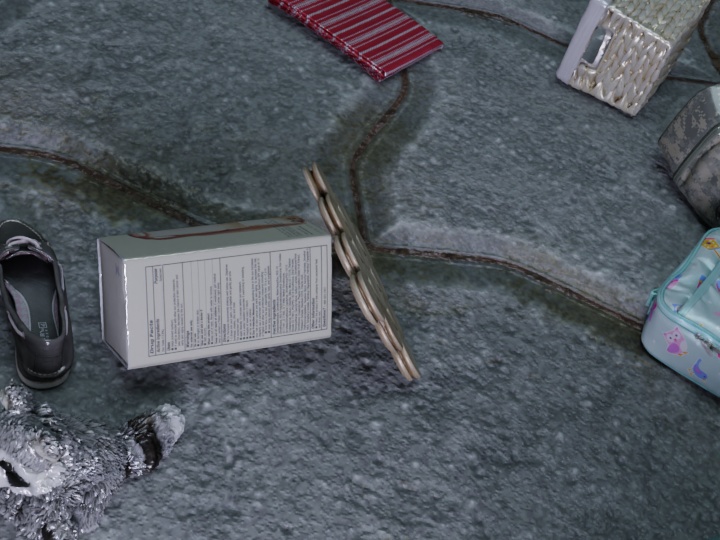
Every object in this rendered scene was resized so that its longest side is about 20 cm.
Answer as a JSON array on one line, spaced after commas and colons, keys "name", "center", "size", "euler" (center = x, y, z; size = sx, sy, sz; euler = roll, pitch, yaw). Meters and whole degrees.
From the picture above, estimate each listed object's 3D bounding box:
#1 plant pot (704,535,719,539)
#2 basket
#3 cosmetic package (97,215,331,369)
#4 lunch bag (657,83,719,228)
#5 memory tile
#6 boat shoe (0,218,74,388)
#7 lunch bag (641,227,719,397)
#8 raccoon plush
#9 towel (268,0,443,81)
[{"name": "plant pot", "center": [0.294, 0.301, 0.979], "size": [0.198, 0.162, 0.202], "euler": [11, 42, -10]}, {"name": "basket", "center": [0.365, -0.315, 1.664], "size": [0.123, 0.136, 0.200], "euler": [31, 44, 11]}, {"name": "cosmetic package", "center": [-0.131, 0.016, 1.147], "size": [0.198, 0.105, 0.087], "euler": [-6, 18, -27]}, {"name": "lunch bag", "center": [0.486, -0.128, 1.521], "size": [0.198, 0.140, 0.169], "euler": [-5, 64, -24]}, {"name": "memory tile", "center": [0.000, 0.000, 1.209], "size": [0.017, 0.154, 0.201], "euler": [-26, 50, 5]}, {"name": "boat shoe", "center": [-0.294, 0.014, 1.137], "size": [0.066, 0.057, 0.201], "euler": [-5, 48, -24]}, {"name": "lunch bag", "center": [0.395, 0.044, 1.343], "size": [0.160, 0.078, 0.200], "euler": [35, 45, 16]}, {"name": "raccoon plush", "center": [-0.220, 0.120, 0.996], "size": [0.096, 0.135, 0.200], "euler": [30, 43, 14]}, {"name": "towel", "center": [-0.007, -0.320, 1.616], "size": [0.199, 0.023, 0.144], "euler": [38, 43, 17]}]
